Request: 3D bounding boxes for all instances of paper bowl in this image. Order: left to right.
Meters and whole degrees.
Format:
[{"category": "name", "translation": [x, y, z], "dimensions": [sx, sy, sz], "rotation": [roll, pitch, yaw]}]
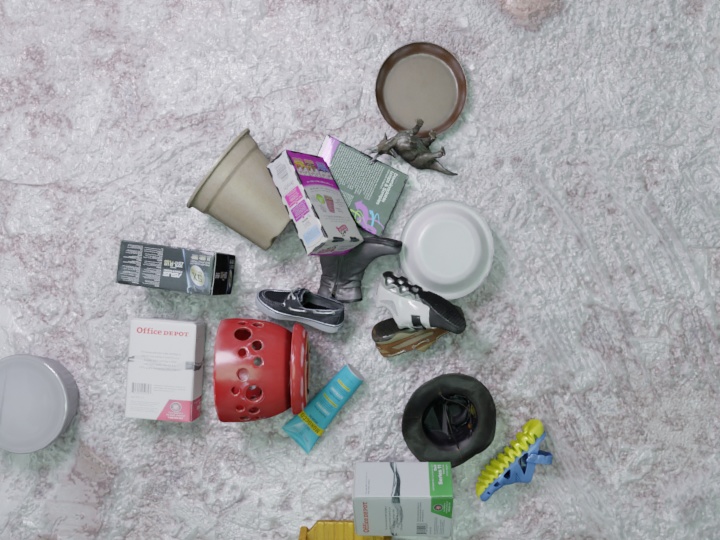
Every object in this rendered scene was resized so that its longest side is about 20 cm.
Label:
[{"category": "paper bowl", "translation": [0.174, -0.043, 1.419], "dimensions": [0.195, 0.104, 0.206], "rotation": [0, 90, 4]}]

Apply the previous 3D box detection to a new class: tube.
[{"category": "tube", "translation": [-0.075, 0.285, 1.459], "dimensions": [0.077, 0.050, 0.201], "rotation": [42, 97, 10]}]

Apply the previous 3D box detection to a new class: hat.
[{"category": "hat", "translation": [0.177, 0.298, 1.424], "dimensions": [0.195, 0.081, 0.206], "rotation": [0, 95, -2]}]

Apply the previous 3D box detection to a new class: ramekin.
[{"category": "ramekin", "translation": [-0.692, 0.274, 1.463], "dimensions": [0.197, 0.094, 0.208], "rotation": [0, 90, 2]}]

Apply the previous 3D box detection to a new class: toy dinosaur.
[{"category": "toy dinosaur", "translation": [0.115, -0.249, 1.436], "dimensions": [0.196, 0.102, 0.079], "rotation": [18, 66, -25]}]

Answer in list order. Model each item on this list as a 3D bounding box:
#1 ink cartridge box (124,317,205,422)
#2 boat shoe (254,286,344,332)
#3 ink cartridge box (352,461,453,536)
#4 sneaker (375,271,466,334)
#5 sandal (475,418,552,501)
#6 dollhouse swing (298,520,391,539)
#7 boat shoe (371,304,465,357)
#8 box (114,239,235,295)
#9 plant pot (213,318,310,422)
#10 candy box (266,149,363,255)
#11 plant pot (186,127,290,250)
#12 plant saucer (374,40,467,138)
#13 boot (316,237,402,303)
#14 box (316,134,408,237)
[{"category": "ink cartridge box", "translation": [-0.405, 0.204, 1.454], "dimensions": [0.143, 0.083, 0.206], "rotation": [4, 90, 3]}, {"category": "boat shoe", "translation": [-0.125, 0.066, 1.429], "dimensions": [0.196, 0.072, 0.069], "rotation": [18, 131, 13]}, {"category": "ink cartridge box", "translation": [0.084, 0.458, 1.392], "dimensions": [0.195, 0.084, 0.149], "rotation": [0, 130, 2]}, {"category": "sneaker", "translation": [0.117, 0.086, 1.381], "dimensions": [0.198, 0.074, 0.090], "rotation": [30, 114, 22]}, {"category": "sandal", "translation": [0.319, 0.403, 1.419], "dimensions": [0.200, 0.079, 0.087], "rotation": [-44, 91, 3]}, {"category": "dollhouse swing", "translation": [-0.036, 0.621, 1.384], "dimensions": [0.195, 0.176, 0.187], "rotation": [0, 89, 4]}, {"category": "boat shoe", "translation": [0.122, 0.127, 1.441], "dimensions": [0.195, 0.076, 0.075], "rotation": [-15, 120, 3]}, {"category": "box", "translation": [-0.371, -0.004, 1.416], "dimensions": [0.195, 0.164, 0.088], "rotation": [7, 89, 2]}, {"category": "plant pot", "translation": [-0.193, 0.200, 1.388], "dimensions": [0.177, 0.200, 0.206], "rotation": [2, 89, 0]}, {"category": "candy box", "translation": [-0.088, -0.130, 1.365], "dimensions": [0.061, 0.135, 0.203], "rotation": [-34, 74, 27]}, {"category": "plant pot", "translation": [-0.221, -0.148, 1.411], "dimensions": [0.183, 0.200, 0.201], "rotation": [40, 91, -9]}, {"category": "plant saucer", "translation": [0.127, -0.377, 1.462], "dimensions": [0.195, 0.032, 0.206], "rotation": [0, 90, 4]}, {"category": "boot", "translation": [0.000, 0.000, 1.432], "dimensions": [0.196, 0.069, 0.135], "rotation": [-1, 91, 31]}, {"category": "box", "translation": [-0.014, -0.176, 1.465], "dimensions": [0.197, 0.036, 0.145], "rotation": [27, 91, 4]}]
